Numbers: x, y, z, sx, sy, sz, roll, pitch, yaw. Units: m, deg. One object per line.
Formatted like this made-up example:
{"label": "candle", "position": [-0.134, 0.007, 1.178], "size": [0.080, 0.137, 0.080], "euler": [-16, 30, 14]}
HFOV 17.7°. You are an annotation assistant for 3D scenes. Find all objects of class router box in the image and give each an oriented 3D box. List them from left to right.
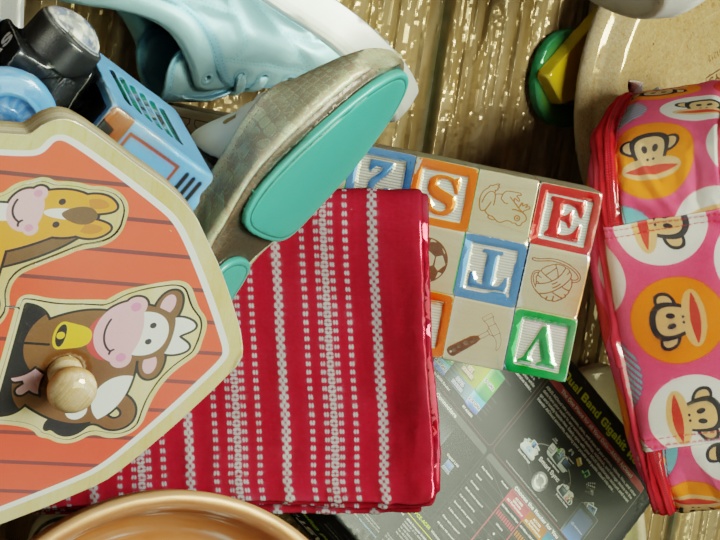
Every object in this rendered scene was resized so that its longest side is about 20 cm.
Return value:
{"label": "router box", "position": [0.043, 0.091, 1.158], "size": [0.150, 0.062, 0.200], "euler": [-48, 113, -20]}

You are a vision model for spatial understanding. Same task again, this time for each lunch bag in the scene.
{"label": "lunch bag", "position": [0.169, 0.007, 1.160], "size": [0.176, 0.081, 0.201], "euler": [-53, 135, -69]}

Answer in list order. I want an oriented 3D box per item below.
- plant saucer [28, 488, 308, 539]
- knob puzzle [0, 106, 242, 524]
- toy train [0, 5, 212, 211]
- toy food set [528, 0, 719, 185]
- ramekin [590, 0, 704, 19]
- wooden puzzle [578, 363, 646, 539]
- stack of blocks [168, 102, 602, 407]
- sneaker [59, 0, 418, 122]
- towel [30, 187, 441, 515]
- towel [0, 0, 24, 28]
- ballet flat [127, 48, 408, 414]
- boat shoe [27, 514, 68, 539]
{"label": "plant saucer", "position": [-0.091, 0.191, 1.003], "size": [0.199, 0.037, 0.202], "euler": [-4, 99, -24]}
{"label": "knob puzzle", "position": [-0.136, 0.030, 0.898], "size": [0.218, 0.030, 0.221], "euler": [-12, 127, -16]}
{"label": "toy train", "position": [-0.156, -0.011, 0.931], "size": [0.114, 0.087, 0.200], "euler": [36, 100, -30]}
{"label": "toy food set", "position": [0.182, -0.105, 1.269], "size": [0.200, 0.049, 0.198], "euler": [-47, 128, -21]}
{"label": "ramekin", "position": [0.120, -0.208, 1.091], "size": [0.094, 0.202, 0.203], "euler": [-43, 128, -10]}
{"label": "wooden puzzle", "position": [0.086, 0.170, 1.269], "size": [0.199, 0.037, 0.186], "euler": [-25, 118, -34]}
{"label": "stack of blocks", "position": [0.000, 0.000, 1.049], "size": [0.199, 0.059, 0.116], "euler": [11, 95, -2]}
{"label": "sneaker", "position": [-0.062, -0.105, 1.042], "size": [0.200, 0.074, 0.082], "euler": [32, 88, -34]}
{"label": "towel", "position": [-0.065, 0.037, 1.012], "size": [0.198, 0.022, 0.146], "euler": [-1, 95, 0]}
{"label": "towel", "position": [-0.210, -0.155, 0.915], "size": [0.190, 0.032, 0.201], "euler": [-2, 103, -41]}
{"label": "ballet flat", "position": [-0.062, -0.026, 0.968], "size": [0.200, 0.062, 0.067], "euler": [-51, 161, 2]}
{"label": "boat shoe", "position": [-0.109, 0.203, 1.049], "size": [0.064, 0.070, 0.201], "euler": [-49, 125, -73]}
